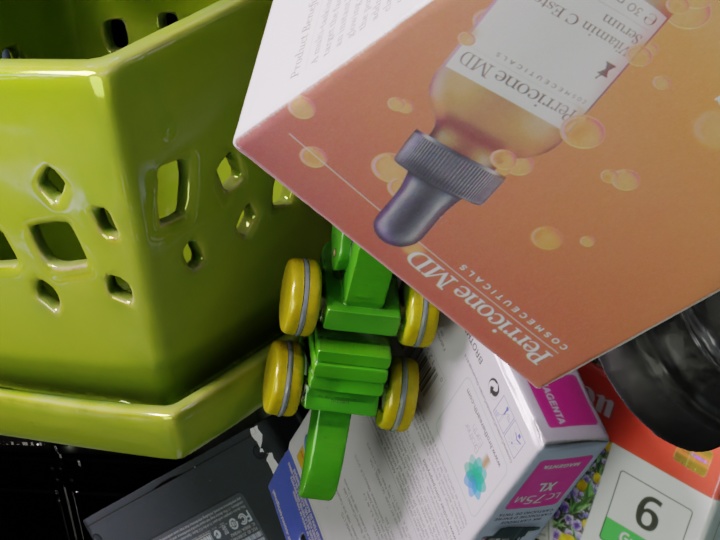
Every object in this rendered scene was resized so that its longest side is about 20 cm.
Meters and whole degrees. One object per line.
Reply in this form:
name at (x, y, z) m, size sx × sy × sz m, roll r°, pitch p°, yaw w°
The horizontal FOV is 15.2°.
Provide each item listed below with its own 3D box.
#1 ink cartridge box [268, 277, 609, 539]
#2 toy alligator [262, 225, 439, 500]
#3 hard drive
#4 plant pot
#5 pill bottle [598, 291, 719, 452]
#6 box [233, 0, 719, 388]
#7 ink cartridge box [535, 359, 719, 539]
ink cartridge box at (0.026, 0.081, 1.123) m, size 0.200 × 0.042 × 0.119 m, roll -57°, pitch 45°, yaw 42°
toy alligator at (0.000, 0.000, 1.062) m, size 0.059 × 0.054 × 0.200 m, roll 6°, pitch 122°, yaw -10°
hard drive at (-0.035, 0.178, 1.265) m, size 0.140 × 0.033 × 0.200 m, roll -30°, pitch 88°, yaw 40°
plant pot at (-0.103, -0.034, 1.135) m, size 0.200 × 0.199 × 0.182 m, roll 5°, pitch 116°, yaw 35°
pill bottle at (0.180, -0.014, 0.952) m, size 0.200 × 0.112 × 0.112 m, roll -34°, pitch 86°, yaw 37°
box at (0.085, -0.077, 0.884) m, size 0.152 × 0.106 × 0.200 m, roll 38°, pitch 131°, yaw -24°
ink cartridge box at (0.109, 0.066, 1.102) m, size 0.109 × 0.050 × 0.200 m, roll 30°, pitch 123°, yaw 25°
